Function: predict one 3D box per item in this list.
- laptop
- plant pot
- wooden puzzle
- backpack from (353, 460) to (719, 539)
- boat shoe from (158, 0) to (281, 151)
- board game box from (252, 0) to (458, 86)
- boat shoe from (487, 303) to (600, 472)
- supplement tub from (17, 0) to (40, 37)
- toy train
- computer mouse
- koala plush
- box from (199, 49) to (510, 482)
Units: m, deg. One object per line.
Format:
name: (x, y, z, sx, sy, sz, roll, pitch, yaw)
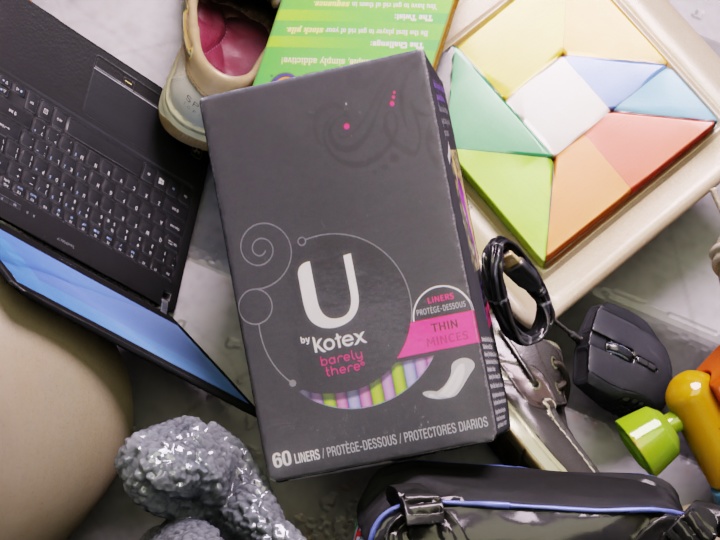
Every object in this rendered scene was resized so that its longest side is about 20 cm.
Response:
laptop: (-0.129, -0.040, 1.029, 0.103, 0.177, 0.201, -9, 60, 40)
plant pot: (-0.200, 0.076, 0.998, 0.134, 0.200, 0.201, -3, 63, -43)
wooden puzzle: (0.113, -0.094, 1.083, 0.200, 0.037, 0.185, -38, 78, -12)
backpack: (0.082, 0.201, 0.962, 0.182, 0.147, 0.201, 2, 96, -1)
boat shoe: (-0.070, -0.163, 1.131, 0.074, 0.066, 0.201, 17, 52, -15)
board game box: (0.004, -0.147, 1.068, 0.095, 0.030, 0.201, 17, 81, 9)
boat shoe: (0.087, 0.062, 1.070, 0.066, 0.072, 0.201, -38, 71, -12)
supplement tub: (-0.287, -0.127, 1.090, 0.199, 0.123, 0.123, -16, 70, -11)
toy train: (0.189, 0.068, 1.040, 0.115, 0.085, 0.201, -30, 102, -2)
computer mouse: (0.124, 0.033, 1.031, 0.034, 0.200, 0.059, 3, 71, 37)
koala plush: (-0.122, 0.187, 0.891, 0.199, 0.178, 0.184, -1, 33, -45)
box: (0.000, 0.000, 0.986, 0.122, 0.106, 0.201, -12, 85, 8)
